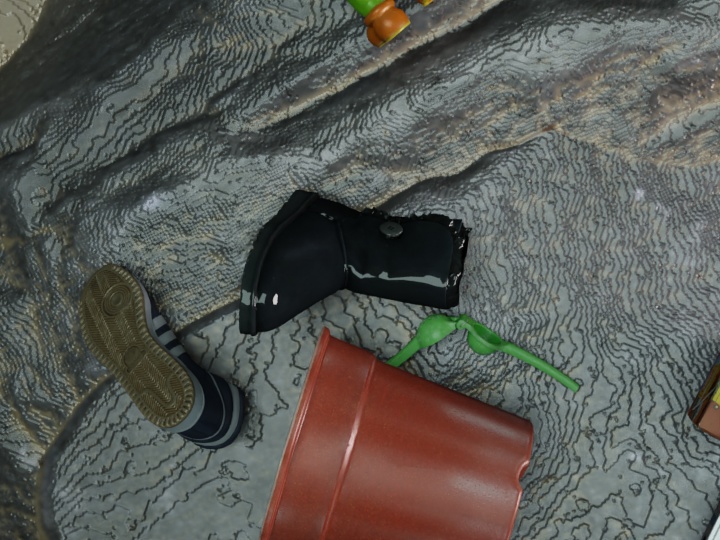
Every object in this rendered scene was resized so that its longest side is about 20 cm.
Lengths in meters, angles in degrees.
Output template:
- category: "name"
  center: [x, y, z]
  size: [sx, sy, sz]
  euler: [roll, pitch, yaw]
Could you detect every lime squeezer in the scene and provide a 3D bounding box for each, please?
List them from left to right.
- category: "lime squeezer"
  center: [0.091, 0.073, 1.423]
  size: [0.199, 0.038, 0.071]
  euler: [-1, 89, 8]

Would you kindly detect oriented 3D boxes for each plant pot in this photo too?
- category: "plant pot"
  center: [0.033, 0.171, 1.362]
  size: [0.195, 0.201, 0.201]
  euler: [17, 91, 1]

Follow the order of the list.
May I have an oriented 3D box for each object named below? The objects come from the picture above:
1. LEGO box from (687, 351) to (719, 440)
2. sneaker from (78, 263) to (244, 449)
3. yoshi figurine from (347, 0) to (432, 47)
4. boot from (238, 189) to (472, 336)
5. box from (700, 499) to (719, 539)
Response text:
- category: "LEGO box"
  center: [0.375, 0.138, 1.320]
  size: [0.200, 0.149, 0.077]
  euler: [29, 93, 8]
- category: "sneaker"
  center: [-0.176, 0.082, 1.457]
  size: [0.070, 0.108, 0.200]
  euler: [-44, 52, 8]
- category: "yoshi figurine"
  center: [-0.017, -0.299, 1.436]
  size: [0.200, 0.112, 0.112]
  euler: [48, 137, -7]
- category: "boot"
  center: [0.000, 0.000, 1.369]
  size: [0.168, 0.200, 0.077]
  euler: [11, 120, 12]
- category: "box"
  center: [0.314, 0.307, 1.370]
  size: [0.116, 0.060, 0.200]
  euler: [24, 92, 9]
